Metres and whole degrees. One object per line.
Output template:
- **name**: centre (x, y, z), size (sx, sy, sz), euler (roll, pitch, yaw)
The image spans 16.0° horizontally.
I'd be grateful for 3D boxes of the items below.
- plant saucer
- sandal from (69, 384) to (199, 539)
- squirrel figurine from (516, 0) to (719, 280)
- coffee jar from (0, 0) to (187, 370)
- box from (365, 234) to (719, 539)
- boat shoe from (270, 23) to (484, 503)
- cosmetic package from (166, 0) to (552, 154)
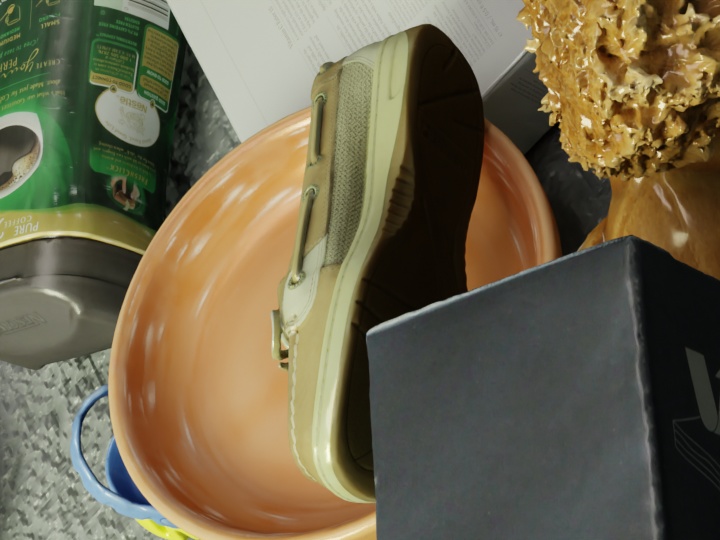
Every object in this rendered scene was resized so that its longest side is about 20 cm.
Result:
- **plant saucer**: centre (-0.007, 0.024, 1.015), size (0.200, 0.037, 0.201), euler (-15, 56, 25)
- **sandal**: centre (-0.048, 0.077, 1.085), size (0.200, 0.087, 0.080), euler (-11, 65, 37)
- **squirrel figurine**: centre (0.110, -0.078, 0.928), size (0.141, 0.200, 0.187), euler (8, 92, 34)
- **coffee jar**: centre (-0.135, -0.056, 1.212), size (0.104, 0.085, 0.201), euler (-15, 63, 42)
- **box**: centre (0.110, 0.119, 0.848), size (0.117, 0.196, 0.201), euler (-20, 61, 37)
- **boat shoe**: centre (-0.001, -0.002, 0.958), size (0.063, 0.073, 0.201), euler (-13, 54, 32)
- **cosmetic package**: centre (0.004, -0.110, 1.131), size (0.151, 0.052, 0.200), euler (-44, 50, 19)
